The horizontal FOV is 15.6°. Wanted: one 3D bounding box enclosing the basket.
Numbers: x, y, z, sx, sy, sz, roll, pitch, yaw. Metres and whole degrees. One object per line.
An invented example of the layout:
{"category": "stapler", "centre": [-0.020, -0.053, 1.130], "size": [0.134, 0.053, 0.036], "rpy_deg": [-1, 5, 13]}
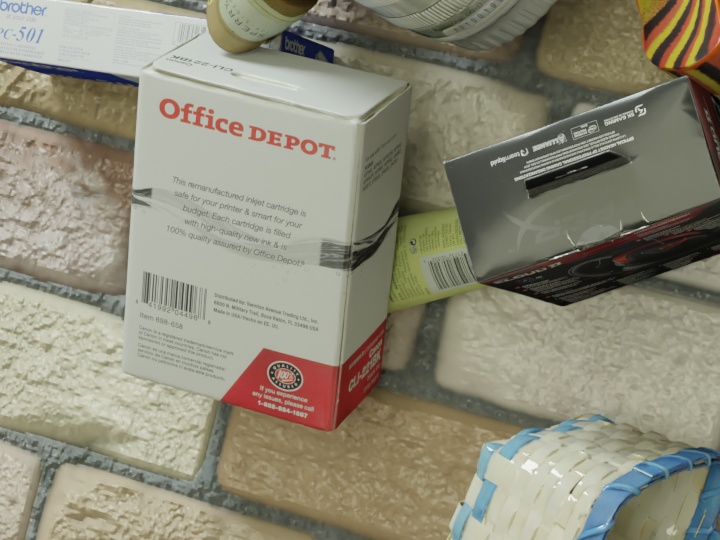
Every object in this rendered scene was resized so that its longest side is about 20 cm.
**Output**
{"category": "basket", "centre": [0.163, 0.169, 1.480], "size": [0.199, 0.176, 0.140], "rpy_deg": [25, 109, 33]}

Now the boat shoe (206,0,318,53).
{"category": "boat shoe", "centre": [-0.052, -0.197, 1.587], "size": [0.074, 0.200, 0.066], "rpy_deg": [43, 121, -12]}

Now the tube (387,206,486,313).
{"category": "tube", "centre": [0.000, 0.000, 1.616], "size": [0.199, 0.052, 0.058], "rpy_deg": [-14, 49, 22]}

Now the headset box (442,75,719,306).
{"category": "headset box", "centre": [0.144, -0.042, 1.484], "size": [0.148, 0.200, 0.076], "rpy_deg": [-19, 79, 18]}

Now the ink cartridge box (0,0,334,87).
{"category": "ink cartridge box", "centre": [-0.126, -0.137, 1.646], "size": [0.199, 0.094, 0.045], "rpy_deg": [10, 90, 20]}

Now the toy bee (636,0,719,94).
{"category": "toy bee", "centre": [0.191, -0.175, 1.543], "size": [0.131, 0.201, 0.108], "rpy_deg": [44, 134, -16]}

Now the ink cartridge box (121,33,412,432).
{"category": "ink cartridge box", "centre": [-0.057, -0.025, 1.555], "size": [0.143, 0.084, 0.201], "rpy_deg": [15, 117, 18]}

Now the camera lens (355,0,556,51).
{"category": "camera lens", "centre": [0.020, -0.233, 1.495], "size": [0.160, 0.199, 0.161], "rpy_deg": [-36, 39, 37]}
